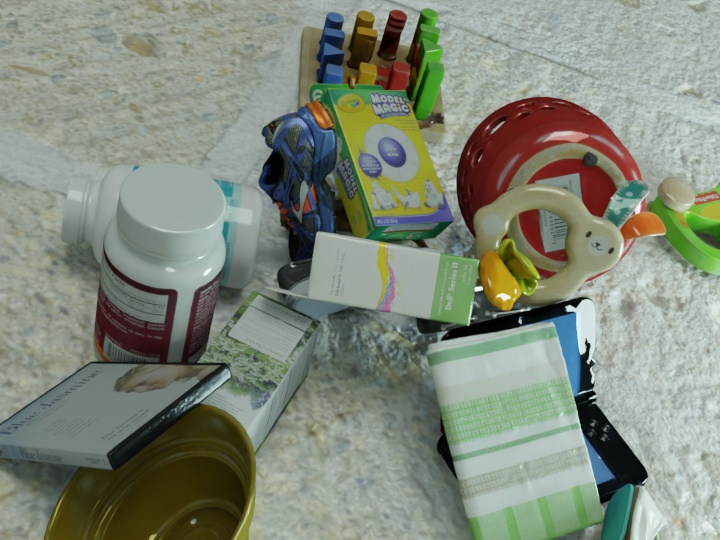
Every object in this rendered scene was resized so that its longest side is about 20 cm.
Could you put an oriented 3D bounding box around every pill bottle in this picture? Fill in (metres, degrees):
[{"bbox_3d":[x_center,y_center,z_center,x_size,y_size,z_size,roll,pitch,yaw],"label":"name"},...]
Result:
[{"bbox_3d":[-0.189,0.006,1.075,0.113,0.201,0.115,10,42,-9],"label":"pill bottle"},{"bbox_3d":[-0.207,-0.049,1.195,0.198,0.111,0.111,8,42,-10],"label":"pill bottle"}]

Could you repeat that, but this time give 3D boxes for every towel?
[{"bbox_3d":[0.144,0.157,1.077,0.148,0.031,0.202,-8,81,-26],"label":"towel"}]

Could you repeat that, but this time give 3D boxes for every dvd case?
[{"bbox_3d":[-0.224,0.120,0.987,0.199,0.018,0.143,-4,25,42],"label":"dvd case"}]

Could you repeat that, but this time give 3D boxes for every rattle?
[{"bbox_3d":[0.213,-0.030,1.125,0.198,0.143,0.131,-6,83,5],"label":"rattle"}]

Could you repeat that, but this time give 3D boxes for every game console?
[{"bbox_3d":[0.184,0.141,1.124,0.199,0.119,0.173,-12,49,-29],"label":"game console"}]

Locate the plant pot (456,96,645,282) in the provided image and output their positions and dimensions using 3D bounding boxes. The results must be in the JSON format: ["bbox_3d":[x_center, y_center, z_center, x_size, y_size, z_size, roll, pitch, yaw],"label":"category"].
[{"bbox_3d":[0.216,-0.086,1.274,0.199,0.202,0.183,11,13,-8],"label":"plant pot"}]

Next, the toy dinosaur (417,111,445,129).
[{"bbox_3d":[0.016,-0.144,1.401,0.199,0.086,0.136,23,48,14],"label":"toy dinosaur"}]

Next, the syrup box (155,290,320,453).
[{"bbox_3d":[-0.116,0.117,1.071,0.078,0.082,0.200,24,42,9],"label":"syrup box"}]

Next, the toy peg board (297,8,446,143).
[{"bbox_3d":[0.023,-0.285,1.538,0.198,0.098,0.201,10,42,-10],"label":"toy peg board"}]

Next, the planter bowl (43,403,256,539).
[{"bbox_3d":[-0.153,0.215,0.926,0.199,0.084,0.201,-19,42,18],"label":"planter bowl"}]

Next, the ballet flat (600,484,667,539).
[{"bbox_3d":[0.242,0.280,1.045,0.069,0.070,0.200,27,42,10],"label":"ballet flat"}]

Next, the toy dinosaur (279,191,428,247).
[{"bbox_3d":[0.005,-0.067,1.330,0.198,0.107,0.060,8,12,-6],"label":"toy dinosaur"}]

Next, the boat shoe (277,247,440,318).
[{"bbox_3d":[0.000,0.000,1.254,0.199,0.070,0.066,-16,53,-23],"label":"boat shoe"}]

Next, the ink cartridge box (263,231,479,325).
[{"bbox_3d":[0.010,0.004,1.129,0.198,0.068,0.117,10,0,-1],"label":"ink cartridge box"}]

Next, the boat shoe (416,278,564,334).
[{"bbox_3d":[0.147,0.038,1.278,0.199,0.057,0.067,-1,9,-25],"label":"boat shoe"}]

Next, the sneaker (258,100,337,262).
[{"bbox_3d":[-0.072,-0.090,1.223,0.078,0.201,0.075,-12,39,-16],"label":"sneaker"}]

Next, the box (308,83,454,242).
[{"bbox_3d":[0.021,-0.131,1.286,0.117,0.048,0.201,-6,66,-37],"label":"box"}]

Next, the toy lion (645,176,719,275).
[{"bbox_3d":[0.492,-0.042,1.479,0.199,0.069,0.192,-12,57,-29],"label":"toy lion"}]
